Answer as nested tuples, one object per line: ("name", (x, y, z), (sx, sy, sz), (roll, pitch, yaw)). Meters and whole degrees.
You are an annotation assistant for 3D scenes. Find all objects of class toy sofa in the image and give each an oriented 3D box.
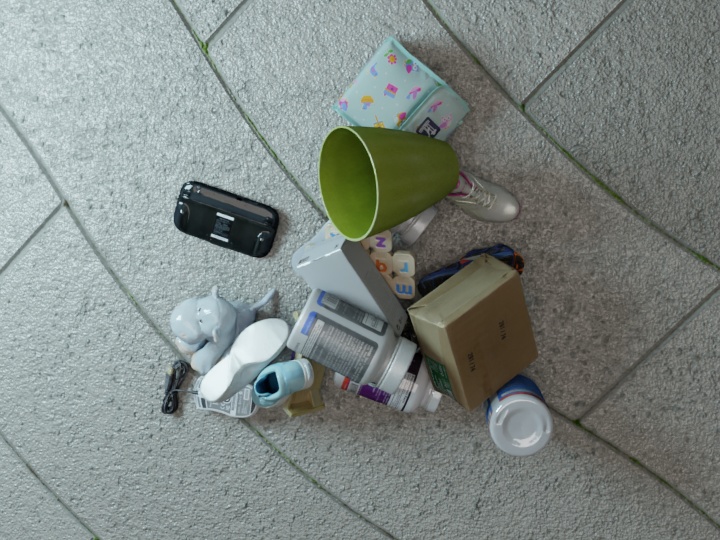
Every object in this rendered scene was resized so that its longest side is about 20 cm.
("toy sofa", (-0.104, 0.161, 1.637), (0.097, 0.082, 0.201), (38, 124, 39))

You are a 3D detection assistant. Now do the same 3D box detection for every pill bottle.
("pill bottle", (0.056, 0.195, 1.657), (0.199, 0.112, 0.113), (20, 99, 1))
("pill bottle", (0.280, 0.250, 1.602), (0.111, 0.200, 0.113), (1, 101, 3))
("pill bottle", (-0.013, 0.122, 1.490), (0.199, 0.114, 0.114), (27, 99, -1))
("pill bottle", (0.038, -0.139, 1.612), (0.200, 0.112, 0.112), (38, 99, -1))

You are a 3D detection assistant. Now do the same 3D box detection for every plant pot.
("plant pot", (0.060, -0.158, 1.485), (0.199, 0.187, 0.188), (-13, 99, -31))

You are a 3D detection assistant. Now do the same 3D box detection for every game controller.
("game controller", (-0.256, -0.096, 1.682), (0.199, 0.042, 0.105), (19, 113, 2))

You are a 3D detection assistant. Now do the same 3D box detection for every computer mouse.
("computer mouse", (-0.287, 0.242, 1.726), (0.199, 0.044, 0.110), (10, 94, 8))

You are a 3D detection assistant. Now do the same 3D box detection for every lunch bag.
("lunch bag", (0.075, -0.290, 1.586), (0.200, 0.122, 0.171), (39, 95, -10))

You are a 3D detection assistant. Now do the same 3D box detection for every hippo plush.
("hippo plush", (-0.263, 0.115, 1.629), (0.199, 0.161, 0.160), (-6, 82, 6))

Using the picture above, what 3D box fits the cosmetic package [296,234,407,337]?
("cosmetic package", (-0.013, 0.037, 1.547), (0.101, 0.074, 0.201), (-20, 114, 28))

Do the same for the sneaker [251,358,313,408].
("sneaker", (-0.164, 0.202, 1.584), (0.082, 0.200, 0.074), (-4, 69, -35))

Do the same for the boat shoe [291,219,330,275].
("boat shoe", (-0.044, -0.054, 1.615), (0.200, 0.057, 0.069), (-32, 81, 34))

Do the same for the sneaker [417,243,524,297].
("sneaker", (0.201, 0.006, 1.640), (0.199, 0.079, 0.076), (-16, 121, 1))

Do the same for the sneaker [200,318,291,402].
("sneaker", (-0.200, 0.164, 1.612), (0.200, 0.088, 0.075), (-41, 67, 5))

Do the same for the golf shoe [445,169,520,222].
("golf shoe", (0.199, -0.139, 1.612), (0.199, 0.092, 0.076), (23, 97, -1))

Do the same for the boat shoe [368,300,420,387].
("boat shoe", (0.077, 0.127, 1.597), (0.068, 0.057, 0.200), (36, 66, 8))

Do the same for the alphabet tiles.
("alphabet tiles", (0.000, 0.000, 1.574), (0.199, 0.015, 0.197), (5, 127, 12))

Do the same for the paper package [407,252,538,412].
("paper package", (0.200, 0.109, 1.557), (0.190, 0.103, 0.201), (-34, 124, -21))
